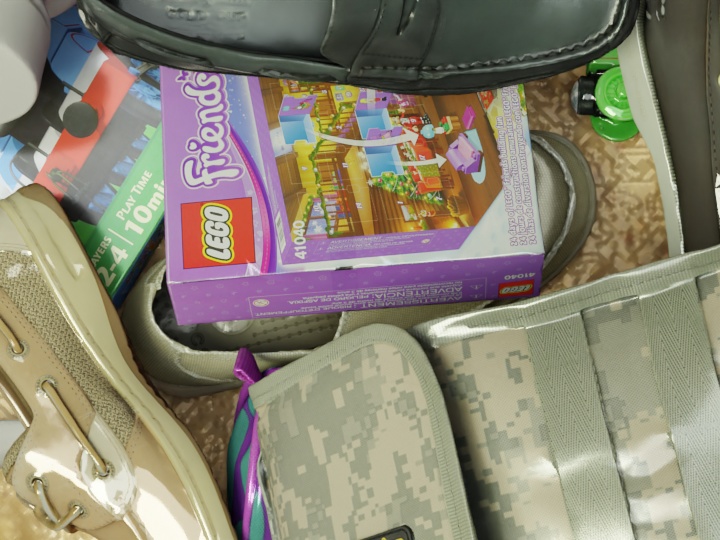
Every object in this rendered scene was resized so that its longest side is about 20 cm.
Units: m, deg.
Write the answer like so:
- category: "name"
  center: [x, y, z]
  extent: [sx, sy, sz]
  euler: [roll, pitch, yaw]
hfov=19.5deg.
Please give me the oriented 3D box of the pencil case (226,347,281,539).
- category: "pencil case"
  center: [0.048, 0.083, 0.797]
  extent: [0.198, 0.085, 0.093]
  euler: [3, 110, -5]

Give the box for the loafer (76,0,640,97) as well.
- category: "loafer"
  center: [-0.001, -0.094, 0.733]
  extent: [0.199, 0.070, 0.069]
  euler: [1, 97, 2]

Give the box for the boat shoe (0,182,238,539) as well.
- category: "boat shoe"
  center: [-0.102, 0.068, 0.779]
  extent: [0.064, 0.071, 0.201]
  euler: [-26, 78, -18]

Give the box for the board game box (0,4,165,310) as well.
- category: "board game box"
  center: [-0.168, -0.060, 0.843]
  extent: [0.199, 0.037, 0.152]
  euler: [32, 89, 4]

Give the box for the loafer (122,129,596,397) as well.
- category: "loafer"
  center: [0.000, 0.000, 0.818]
  extent: [0.199, 0.068, 0.076]
  euler: [-23, 87, 1]

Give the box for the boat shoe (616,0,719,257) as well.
- category: "boat shoe"
  center: [0.151, -0.020, 0.765]
  extent: [0.071, 0.060, 0.203]
  euler: [-17, 89, -40]

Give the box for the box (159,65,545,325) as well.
- category: "box"
  center: [-0.008, -0.082, 0.797]
  extent: [0.136, 0.039, 0.202]
  euler: [-4, 64, 0]

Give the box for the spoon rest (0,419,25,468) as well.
- category: "spoon rest"
  center: [-0.167, 0.086, 0.819]
  extent: [0.198, 0.099, 0.061]
  euler: [8, 66, -12]

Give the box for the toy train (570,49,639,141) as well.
- category: "toy train"
  center: [0.183, -0.079, 0.831]
  extent: [0.198, 0.042, 0.057]
  euler: [2, 77, 2]

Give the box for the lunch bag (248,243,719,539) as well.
- category: "lunch bag"
  center: [0.064, 0.093, 0.690]
  extent: [0.198, 0.118, 0.165]
  euler: [-15, 77, 9]

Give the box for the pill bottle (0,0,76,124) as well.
- category: "pill bottle"
  center: [-0.144, -0.160, 0.778]
  extent: [0.110, 0.112, 0.202]
  euler: [5, 66, 2]
